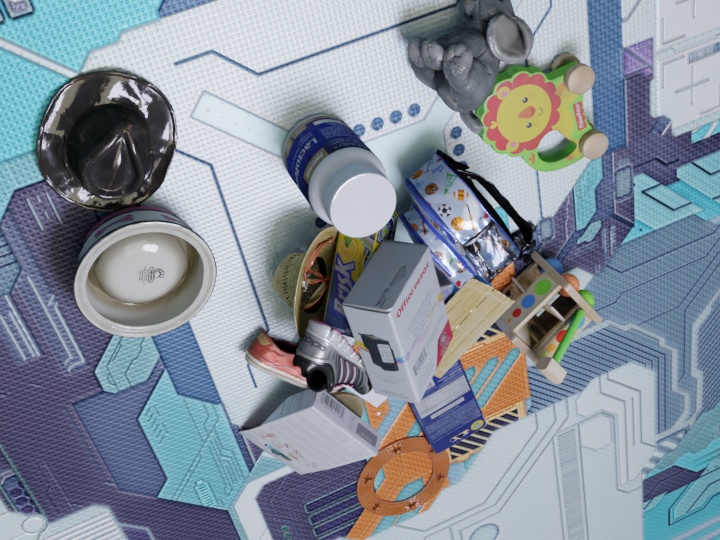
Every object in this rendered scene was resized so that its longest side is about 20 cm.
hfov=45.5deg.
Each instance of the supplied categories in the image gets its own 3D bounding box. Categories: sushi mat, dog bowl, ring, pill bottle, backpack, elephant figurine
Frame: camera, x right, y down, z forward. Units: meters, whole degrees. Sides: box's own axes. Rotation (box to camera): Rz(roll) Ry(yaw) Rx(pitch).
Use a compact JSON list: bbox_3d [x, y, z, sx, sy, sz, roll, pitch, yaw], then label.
[{"bbox_3d":[0.156,0.096,1.417,0.095,0.012,0.200,29,117,-22],"label":"sushi mat"},{"bbox_3d":[-0.310,-0.004,1.224,0.199,0.074,0.201,-14,130,-17],"label":"dog bowl"},{"bbox_3d":[0.088,0.411,1.693,0.199,0.019,0.202,-11,122,-18],"label":"ring"},{"bbox_3d":[-0.029,-0.132,1.202,0.115,0.200,0.116,-11,123,-18],"label":"pill bottle"},{"bbox_3d":[0.146,-0.083,1.330,0.154,0.200,0.191,-36,114,-1],"label":"backpack"},{"bbox_3d":[0.175,-0.336,1.225,0.200,0.141,0.155,-46,157,-12],"label":"elephant figurine"}]

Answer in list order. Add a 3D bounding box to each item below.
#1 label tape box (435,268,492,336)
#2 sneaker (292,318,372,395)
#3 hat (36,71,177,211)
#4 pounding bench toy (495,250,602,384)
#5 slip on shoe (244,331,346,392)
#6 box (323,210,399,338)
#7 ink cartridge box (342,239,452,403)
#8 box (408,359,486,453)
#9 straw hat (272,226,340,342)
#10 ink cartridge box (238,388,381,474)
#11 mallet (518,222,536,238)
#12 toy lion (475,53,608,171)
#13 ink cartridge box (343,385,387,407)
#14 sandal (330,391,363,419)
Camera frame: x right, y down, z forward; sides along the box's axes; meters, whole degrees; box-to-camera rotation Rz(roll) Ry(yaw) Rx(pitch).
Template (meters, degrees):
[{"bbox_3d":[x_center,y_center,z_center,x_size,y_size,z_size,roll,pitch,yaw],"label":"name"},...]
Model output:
[{"bbox_3d":[0.129,0.067,1.441,0.198,0.063,0.145,-14,126,6],"label":"label tape box"},{"bbox_3d":[-0.044,0.151,1.308,0.088,0.074,0.200,-54,144,-12],"label":"sneaker"},{"bbox_3d":[-0.328,-0.155,1.131,0.199,0.081,0.202,-10,122,-17],"label":"hat"},{"bbox_3d":[0.338,0.086,1.494,0.156,0.200,0.124,-45,126,8],"label":"pounding bench toy"},{"bbox_3d":[-0.096,0.154,1.429,0.199,0.074,0.061,24,99,-30],"label":"slip on shoe"},{"bbox_3d":[0.000,0.000,1.324,0.064,0.070,0.202,-1,102,-61],"label":"box"},{"bbox_3d":[0.061,0.075,1.294,0.146,0.082,0.201,-56,142,-36],"label":"ink cartridge box"},{"bbox_3d":[0.157,0.250,1.617,0.121,0.032,0.201,-29,125,-5],"label":"box"},{"bbox_3d":[-0.088,0.018,1.332,0.201,0.085,0.202,-43,140,-53],"label":"straw hat"},{"bbox_3d":[-0.087,0.280,1.477,0.199,0.047,0.160,-24,126,40],"label":"ink cartridge box"},{"bbox_3d":[0.231,-0.005,1.498,0.199,0.041,0.066,-35,126,-5],"label":"mallet"},{"bbox_3d":[0.282,-0.240,1.366,0.191,0.069,0.201,-26,127,1],"label":"toy lion"},{"bbox_3d":[-0.038,0.149,1.431,0.037,0.095,0.200,-42,127,10],"label":"ink cartridge box"},{"bbox_3d":[-0.043,0.256,1.522,0.077,0.070,0.212,22,132,-1],"label":"sandal"}]
